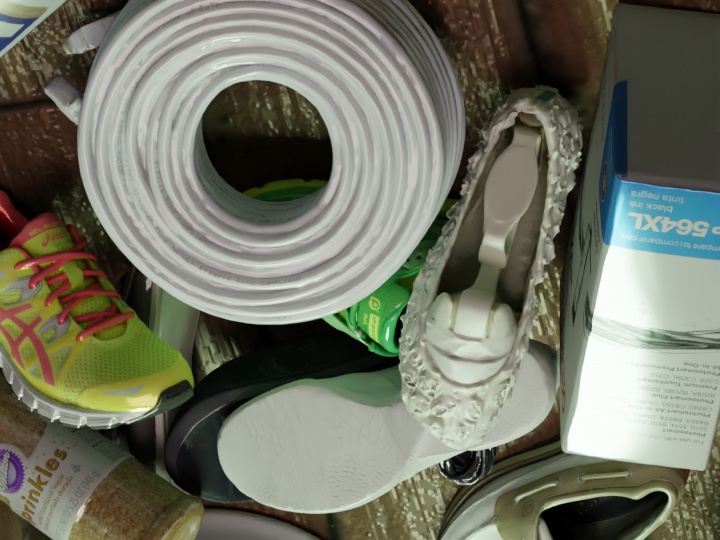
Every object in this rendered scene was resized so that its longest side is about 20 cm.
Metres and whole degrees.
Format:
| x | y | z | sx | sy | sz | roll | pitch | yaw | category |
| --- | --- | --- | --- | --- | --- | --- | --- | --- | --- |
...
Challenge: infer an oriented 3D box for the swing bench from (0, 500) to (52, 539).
| x | y | z | sx | sy | sz | roll | pitch | yaw | category |
| --- | --- | --- | --- | --- | --- | --- | --- | --- | --- |
| -0.212 | 0.210 | 1.773 | 0.130 | 0.200 | 0.199 | -10 | 142 | -32 | swing bench |

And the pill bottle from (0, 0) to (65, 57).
| x | y | z | sx | sy | sz | roll | pitch | yaw | category |
| --- | --- | --- | --- | --- | --- | --- | --- | --- | --- |
| -0.240 | -0.134 | 1.491 | 0.116 | 0.116 | 0.200 | 37 | 125 | -25 | pill bottle |

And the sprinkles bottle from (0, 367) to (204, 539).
| x | y | z | sx | sy | sz | roll | pitch | yaw | category |
| --- | --- | --- | --- | --- | --- | --- | --- | --- | --- |
| -0.186 | 0.107 | 1.682 | 0.200 | 0.068 | 0.068 | 33 | 133 | 14 | sprinkles bottle |

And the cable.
| x | y | z | sx | sy | sz | roll | pitch | yaw | category |
| --- | --- | --- | --- | --- | --- | --- | --- | --- | --- |
| -0.048 | -0.071 | 1.526 | 0.200 | 0.069 | 0.200 | -32 | 102 | 18 | cable |

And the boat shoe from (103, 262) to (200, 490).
| x | y | z | sx | sy | sz | roll | pitch | yaw | category |
| --- | --- | --- | --- | --- | --- | --- | --- | --- | --- |
| -0.126 | 0.047 | 1.678 | 0.057 | 0.067 | 0.200 | 17 | 132 | 17 | boat shoe |

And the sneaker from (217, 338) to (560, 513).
| x | y | z | sx | sy | sz | roll | pitch | yaw | category |
| --- | --- | --- | --- | --- | --- | --- | --- | --- | --- |
| 0.021 | 0.082 | 1.641 | 0.200 | 0.088 | 0.075 | -14 | 96 | 15 | sneaker |

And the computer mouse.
| x | y | z | sx | sy | sz | roll | pitch | yaw | category |
| --- | --- | --- | --- | --- | --- | --- | --- | --- | --- |
| -0.020 | 0.078 | 1.698 | 0.200 | 0.053 | 0.139 | -12 | 129 | -10 | computer mouse |

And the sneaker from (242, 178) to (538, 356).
| x | y | z | sx | sy | sz | roll | pitch | yaw | category |
| --- | --- | --- | --- | --- | --- | --- | --- | --- | --- |
| 0.000 | 0.000 | 1.607 | 0.200 | 0.084 | 0.074 | 1 | 130 | 1 | sneaker |

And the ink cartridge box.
| x | y | z | sx | sy | sz | roll | pitch | yaw | category |
| --- | --- | --- | --- | --- | --- | --- | --- | --- | --- |
| 0.158 | -0.016 | 1.537 | 0.084 | 0.146 | 0.200 | 7 | 132 | -2 | ink cartridge box |

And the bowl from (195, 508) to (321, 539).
| x | y | z | sx | sy | sz | roll | pitch | yaw | category |
| --- | --- | --- | --- | --- | --- | --- | --- | --- | --- |
| -0.090 | 0.249 | 1.842 | 0.201 | 0.090 | 0.201 | 3 | 132 | 3 | bowl |

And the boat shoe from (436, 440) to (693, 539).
| x | y | z | sx | sy | sz | roll | pitch | yaw | category |
| --- | --- | --- | --- | --- | --- | --- | --- | --- | --- |
| 0.114 | 0.150 | 1.744 | 0.075 | 0.068 | 0.200 | 34 | 127 | -23 | boat shoe |

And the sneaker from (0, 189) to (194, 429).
| x | y | z | sx | sy | sz | roll | pitch | yaw | category |
| --- | --- | --- | --- | --- | --- | --- | --- | --- | --- |
| -0.167 | 0.018 | 1.599 | 0.200 | 0.078 | 0.090 | 28 | 126 | 37 | sneaker |

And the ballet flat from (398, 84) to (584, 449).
| x | y | z | sx | sy | sz | roll | pitch | yaw | category |
| --- | --- | --- | --- | --- | --- | --- | --- | --- | --- |
| 0.065 | -0.004 | 1.545 | 0.072 | 0.072 | 0.200 | 15 | 91 | -8 | ballet flat |
